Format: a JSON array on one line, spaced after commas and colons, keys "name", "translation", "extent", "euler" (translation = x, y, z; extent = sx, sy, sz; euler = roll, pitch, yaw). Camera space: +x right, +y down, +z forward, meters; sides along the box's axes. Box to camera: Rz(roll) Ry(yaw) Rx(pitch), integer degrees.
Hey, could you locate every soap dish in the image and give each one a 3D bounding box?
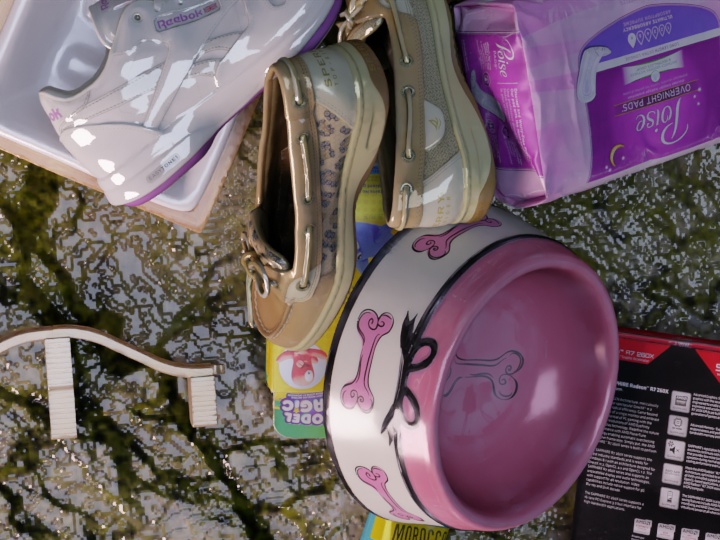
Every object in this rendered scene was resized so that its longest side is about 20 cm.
[{"name": "soap dish", "translation": [-0.126, -0.145, 0.995], "extent": [0.157, 0.081, 0.201], "euler": [23, 91, -12]}]

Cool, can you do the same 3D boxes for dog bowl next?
[{"name": "dog bowl", "translation": [0.074, 0.064, 1.010], "extent": [0.199, 0.074, 0.202], "euler": [-15, 113, -41]}]

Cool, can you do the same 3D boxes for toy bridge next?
[{"name": "toy bridge", "translation": [-0.181, 0.067, 1.036], "extent": [0.199, 0.027, 0.068], "euler": [-5, 96, -10]}]

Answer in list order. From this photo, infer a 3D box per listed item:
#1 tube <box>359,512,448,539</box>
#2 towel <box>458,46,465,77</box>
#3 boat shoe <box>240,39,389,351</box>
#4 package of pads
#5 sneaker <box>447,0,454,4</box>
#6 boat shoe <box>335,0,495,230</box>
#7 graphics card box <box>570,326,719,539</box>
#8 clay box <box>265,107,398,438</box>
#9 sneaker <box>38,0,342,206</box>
[{"name": "tube", "translation": [0.014, 0.204, 1.077], "extent": [0.077, 0.050, 0.201], "euler": [16, 93, -52]}, {"name": "towel", "translation": [0.130, -0.204, 1.042], "extent": [0.143, 0.023, 0.201], "euler": [7, 94, -33]}, {"name": "boat shoe", "translation": [-0.039, -0.038, 0.946], "extent": [0.062, 0.073, 0.201], "euler": [-10, 131, -30]}, {"name": "package of pads", "translation": [0.157, -0.120, 1.015], "extent": [0.199, 0.076, 0.121], "euler": [-19, 106, -28]}, {"name": "sneaker", "translation": [0.053, -0.264, 1.020], "extent": [0.090, 0.067, 0.201], "euler": [-38, 128, -41]}, {"name": "boat shoe", "translation": [0.018, -0.116, 0.993], "extent": [0.063, 0.073, 0.202], "euler": [-9, 69, -21]}, {"name": "graphics card box", "translation": [0.199, 0.141, 1.072], "extent": [0.125, 0.051, 0.202], "euler": [7, 95, 26]}, {"name": "clay box", "translation": [0.000, 0.000, 1.051], "extent": [0.114, 0.048, 0.202], "euler": [1, 97, -10]}, {"name": "sneaker", "translation": [-0.086, -0.129, 0.924], "extent": [0.200, 0.075, 0.100], "euler": [-44, 103, -3]}]
